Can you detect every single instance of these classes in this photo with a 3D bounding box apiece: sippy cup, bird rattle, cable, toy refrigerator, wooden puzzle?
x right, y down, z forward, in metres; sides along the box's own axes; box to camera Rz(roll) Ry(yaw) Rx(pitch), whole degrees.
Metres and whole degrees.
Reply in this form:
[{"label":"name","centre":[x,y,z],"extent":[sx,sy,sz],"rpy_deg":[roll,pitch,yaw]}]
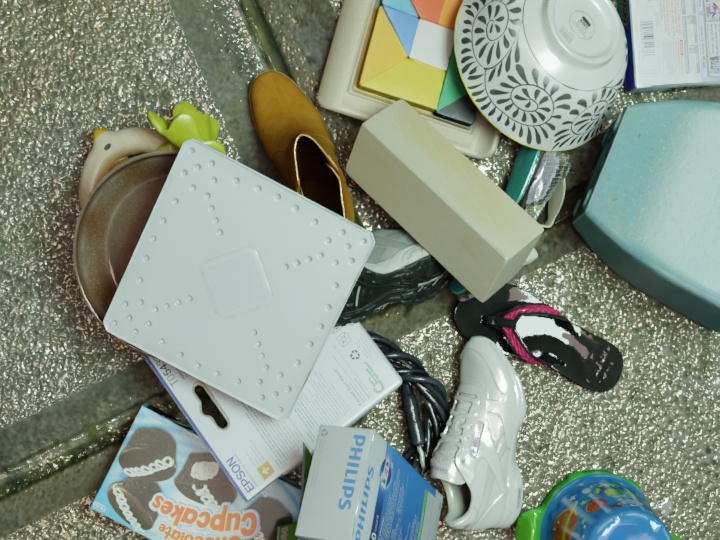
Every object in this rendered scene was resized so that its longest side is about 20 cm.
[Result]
[{"label":"sippy cup","centre":[0.259,0.284,1.192],"extent":[0.176,0.130,0.141],"rpy_deg":[-26,93,-5]},{"label":"bird rattle","centre":[-0.207,-0.072,1.186],"extent":[0.160,0.113,0.204],"rpy_deg":[8,102,6]},{"label":"cable","centre":[-0.002,0.146,1.208],"extent":[0.200,0.051,0.164],"rpy_deg":[42,86,-3]},{"label":"toy refrigerator","centre":[0.083,-0.072,1.155],"extent":[0.200,0.076,0.070],"rpy_deg":[44,54,16]},{"label":"wooden puzzle","centre":[0.070,-0.233,1.217],"extent":[0.197,0.037,0.188],"rpy_deg":[16,84,-5]}]

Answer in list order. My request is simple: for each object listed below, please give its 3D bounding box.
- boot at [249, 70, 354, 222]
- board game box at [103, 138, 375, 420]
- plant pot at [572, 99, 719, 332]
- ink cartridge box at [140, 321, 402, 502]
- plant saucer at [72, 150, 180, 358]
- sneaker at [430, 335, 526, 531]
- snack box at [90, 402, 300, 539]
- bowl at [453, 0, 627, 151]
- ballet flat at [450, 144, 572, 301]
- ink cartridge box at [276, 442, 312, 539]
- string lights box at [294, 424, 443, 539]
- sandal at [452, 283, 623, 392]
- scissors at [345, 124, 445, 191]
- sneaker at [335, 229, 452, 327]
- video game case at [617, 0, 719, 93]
[{"label":"boot","centre":[-0.057,-0.124,1.152],"extent":[0.070,0.144,0.204],"rpy_deg":[-25,85,-3]},{"label":"board game box","centre":[-0.114,0.009,1.087],"extent":[0.198,0.026,0.202],"rpy_deg":[27,102,-2]},{"label":"plant pot","centre":[0.328,-0.067,1.177],"extent":[0.197,0.196,0.199],"rpy_deg":[22,88,5]},{"label":"ink cartridge box","centre":[-0.092,0.096,1.170],"extent":[0.199,0.043,0.197],"rpy_deg":[-35,80,-12]},{"label":"plant saucer","centre":[-0.176,-0.015,1.116],"extent":[0.196,0.037,0.204],"rpy_deg":[1,101,4]},{"label":"sneaker","centre":[0.119,0.170,1.193],"extent":[0.098,0.074,0.204],"rpy_deg":[-3,89,-34]},{"label":"snack box","centre":[-0.164,0.236,1.198],"extent":[0.198,0.037,0.118],"rpy_deg":[28,88,-5]},{"label":"bowl","centre":[0.202,-0.233,1.172],"extent":[0.197,0.094,0.204],"rpy_deg":[7,72,-22]},{"label":"ballet flat","centre":[0.168,-0.047,1.220],"extent":[0.071,0.072,0.203],"rpy_deg":[28,88,-5]},{"label":"ink cartridge box","centre":[-0.052,0.291,1.110],"extent":[0.075,0.149,0.202],"rpy_deg":[-16,123,11]},{"label":"string lights box","centre":[0.014,0.228,1.082],"extent":[0.058,0.200,0.104],"rpy_deg":[2,64,25]},{"label":"sandal","centre":[0.193,0.069,1.229],"extent":[0.197,0.045,0.076],"rpy_deg":[24,88,-5]},{"label":"scissors","centre":[0.002,-0.107,1.230],"extent":[0.197,0.014,0.074],"rpy_deg":[-17,92,-4]},{"label":"sneaker","centre":[0.000,0.000,1.172],"extent":[0.198,0.079,0.075],"rpy_deg":[-10,129,-33]},{"label":"video game case","centre":[0.369,-0.299,1.247],"extent":[0.178,0.045,0.204],"rpy_deg":[-4,90,-4]}]
